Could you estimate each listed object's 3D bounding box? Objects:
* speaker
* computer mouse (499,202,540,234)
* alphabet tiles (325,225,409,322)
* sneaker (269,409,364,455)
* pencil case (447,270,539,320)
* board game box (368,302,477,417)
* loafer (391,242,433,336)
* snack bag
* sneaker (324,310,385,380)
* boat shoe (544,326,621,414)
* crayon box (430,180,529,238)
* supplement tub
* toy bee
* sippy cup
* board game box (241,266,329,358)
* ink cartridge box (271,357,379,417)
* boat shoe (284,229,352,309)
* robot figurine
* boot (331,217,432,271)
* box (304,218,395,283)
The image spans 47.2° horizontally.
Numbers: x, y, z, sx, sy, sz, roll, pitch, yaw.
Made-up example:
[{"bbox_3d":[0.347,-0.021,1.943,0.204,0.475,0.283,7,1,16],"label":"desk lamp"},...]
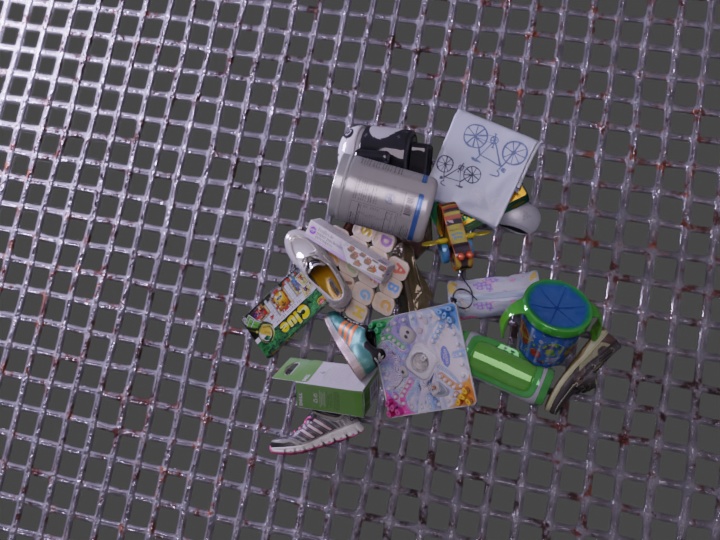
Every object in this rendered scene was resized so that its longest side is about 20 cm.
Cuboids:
[{"bbox_3d":[0.281,0.193,1.638,0.197,0.088,0.090,24,83,13],"label":"speaker"},{"bbox_3d":[0.284,-0.138,1.727,0.197,0.044,0.111,20,81,13],"label":"computer mouse"},{"bbox_3d":[0.000,0.000,1.688,0.193,0.015,0.203,28,108,19],"label":"alphabet tiles"},{"bbox_3d":[-0.095,0.318,1.679,0.196,0.074,0.089,-17,76,0],"label":"sneaker"},{"bbox_3d":[0.270,0.051,1.666,0.196,0.091,0.085,-7,73,7],"label":"pencil case"},{"bbox_3d":[0.119,0.183,1.642,0.197,0.026,0.204,-14,87,28],"label":"board game box"},{"bbox_3d":[0.111,0.041,1.700,0.066,0.076,0.204,-11,95,-19],"label":"loafer"},{"bbox_3d":[0.240,-0.203,1.659,0.186,0.021,0.203,25,90,19],"label":"snack bag"},{"bbox_3d":[-0.010,0.139,1.671,0.079,0.072,0.201,-31,39,-4],"label":"sneaker"},{"bbox_3d":[0.439,0.206,1.617,0.066,0.072,0.202,35,81,19],"label":"boat shoe"},{"bbox_3d":[0.233,-0.157,1.694,0.197,0.058,0.121,-26,74,10],"label":"crayon box"},{"bbox_3d":[0.044,-0.143,1.617,0.196,0.132,0.134,16,81,3],"label":"supplement tub"},{"bbox_3d":[0.197,-0.044,1.588,0.130,0.109,0.202,-31,82,-8],"label":"toy bee"},{"bbox_3d":[0.364,0.111,1.582,0.176,0.132,0.140,27,47,20],"label":"sippy cup"},{"bbox_3d":[-0.154,0.080,1.738,0.200,0.023,0.105,-43,75,13],"label":"board game box"},{"bbox_3d":[-0.069,0.233,1.662,0.196,0.104,0.061,5,111,18],"label":"ink cartridge box"},{"bbox_3d":[-0.091,-0.009,1.676,0.070,0.070,0.201,-36,73,0],"label":"boat shoe"},{"bbox_3d":[0.050,-0.239,1.719,0.196,0.151,0.127,8,62,14],"label":"robot figurine"},{"bbox_3d":[0.048,-0.049,1.742,0.196,0.064,0.190,18,91,4],"label":"boot"},{"bbox_3d":[-0.022,-0.041,1.663,0.198,0.041,0.039,32,111,20],"label":"box"}]
